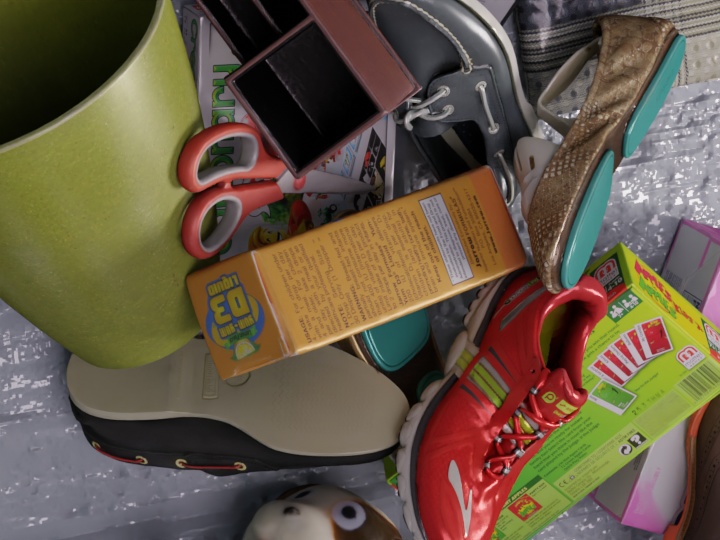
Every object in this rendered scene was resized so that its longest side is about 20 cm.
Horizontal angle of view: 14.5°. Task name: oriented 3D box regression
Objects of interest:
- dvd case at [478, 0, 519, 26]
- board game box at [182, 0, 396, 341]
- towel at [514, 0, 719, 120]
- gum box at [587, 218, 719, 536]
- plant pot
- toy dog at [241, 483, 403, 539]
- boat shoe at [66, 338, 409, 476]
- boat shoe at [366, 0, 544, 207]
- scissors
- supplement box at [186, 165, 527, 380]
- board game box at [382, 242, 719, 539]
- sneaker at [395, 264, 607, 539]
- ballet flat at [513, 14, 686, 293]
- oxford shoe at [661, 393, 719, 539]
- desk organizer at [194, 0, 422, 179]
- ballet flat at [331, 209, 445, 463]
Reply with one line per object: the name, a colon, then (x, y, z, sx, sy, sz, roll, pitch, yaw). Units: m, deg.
dvd case: (0.029, -0.223, 1.616, 0.200, 0.018, 0.143, 20, 123, -24)
board game box: (-0.043, -0.057, 1.661, 0.126, 0.035, 0.201, -5, 108, -22)
towel: (0.181, -0.201, 1.716, 0.199, 0.035, 0.193, -13, 108, -16)
gum box: (0.233, 0.071, 1.796, 0.113, 0.066, 0.201, 16, 100, -24)
plant pot: (-0.155, -0.047, 1.552, 0.187, 0.187, 0.200, -33, 128, -10)
toy dog: (-0.045, 0.225, 1.695, 0.194, 0.139, 0.200, 23, 96, -37)
boat shoe: (-0.069, 0.081, 1.637, 0.201, 0.074, 0.063, 5, 145, 9)
boat shoe: (0.052, -0.099, 1.633, 0.062, 0.073, 0.200, -66, 147, -24)
scissors: (-0.041, -0.057, 1.574, 0.200, 0.014, 0.073, -21, 119, -54)
supplement box: (0.000, 0.000, 1.582, 0.200, 0.066, 0.069, -23, 91, -44)
board game box: (0.119, 0.083, 1.724, 0.200, 0.048, 0.102, -40, 118, 20)
sneaker: (0.084, 0.079, 1.606, 0.077, 0.085, 0.200, 43, 58, -38)
ballet flat: (0.126, -0.072, 1.645, 0.071, 0.065, 0.200, 89, 25, -52)
oxford shoe: (0.238, 0.137, 1.740, 0.071, 0.073, 0.201, 8, 103, -21)
desk organizer: (-0.059, -0.153, 1.552, 0.072, 0.077, 0.200, -35, 94, 18)
ballet flat: (0.017, 0.062, 1.665, 0.069, 0.063, 0.200, -34, 99, -47)
